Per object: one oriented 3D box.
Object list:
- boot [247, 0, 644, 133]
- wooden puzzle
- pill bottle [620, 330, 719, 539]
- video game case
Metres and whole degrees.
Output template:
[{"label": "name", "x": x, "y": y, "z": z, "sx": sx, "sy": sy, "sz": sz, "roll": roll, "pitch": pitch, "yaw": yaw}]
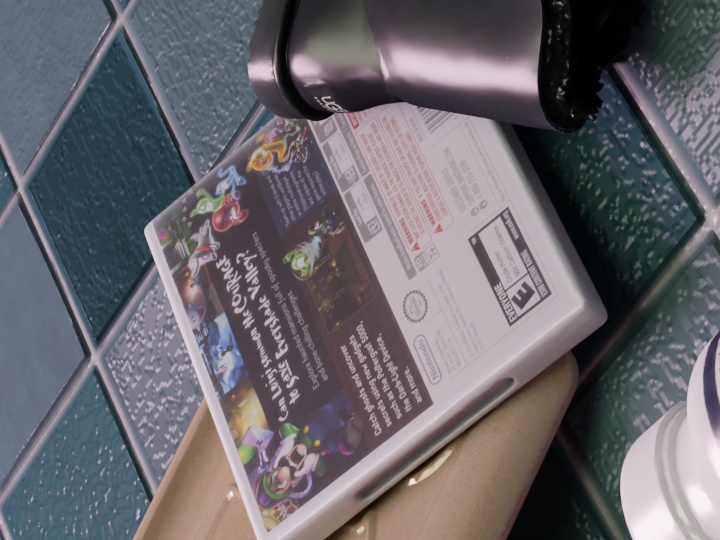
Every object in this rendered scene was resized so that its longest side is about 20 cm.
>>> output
[{"label": "boot", "x": 0.050, "y": -0.152, "z": 1.117, "sx": 0.168, "sy": 0.076, "sz": 0.201, "roll": 3, "pitch": 69, "yaw": 35}, {"label": "wooden puzzle", "x": -0.005, "y": 0.103, "z": 1.142, "sx": 0.200, "sy": 0.046, "sz": 0.186, "roll": 13, "pitch": 72, "yaw": 49}, {"label": "pill bottle", "x": 0.186, "y": 0.043, "z": 0.900, "sx": 0.200, "sy": 0.116, "sz": 0.116, "roll": -46, "pitch": 54, "yaw": 39}, {"label": "video game case", "x": 0.000, "y": 0.000, "z": 1.140, "sx": 0.182, "sy": 0.023, "sz": 0.200, "roll": -39, "pitch": 49, "yaw": 18}]
